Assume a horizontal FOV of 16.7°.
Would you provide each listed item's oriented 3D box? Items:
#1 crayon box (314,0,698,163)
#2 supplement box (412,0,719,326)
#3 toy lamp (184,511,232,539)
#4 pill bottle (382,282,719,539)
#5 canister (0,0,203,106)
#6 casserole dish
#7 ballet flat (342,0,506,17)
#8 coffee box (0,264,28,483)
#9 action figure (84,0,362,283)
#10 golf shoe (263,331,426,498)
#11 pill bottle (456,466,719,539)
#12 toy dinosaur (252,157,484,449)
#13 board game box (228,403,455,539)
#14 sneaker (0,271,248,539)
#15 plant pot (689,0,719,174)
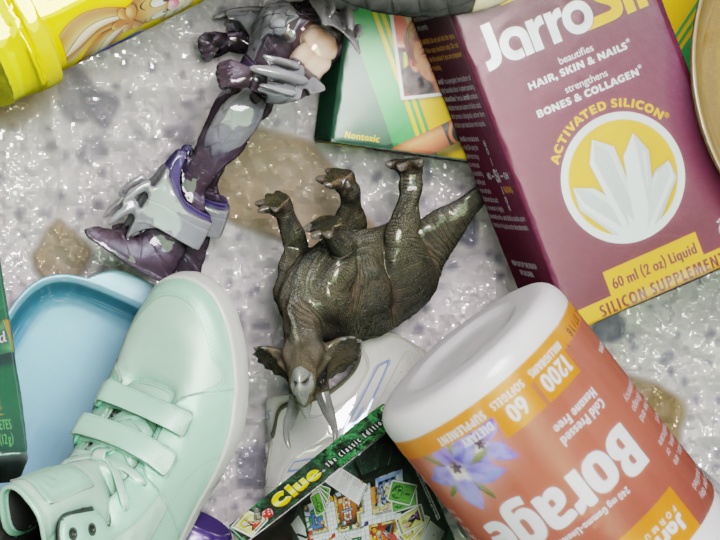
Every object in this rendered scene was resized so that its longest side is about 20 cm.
[{"bbox_3d":[0.085,-0.142,1.338,0.198,0.058,0.174,7,92,-12],"label":"crayon box"},{"bbox_3d":[0.111,-0.081,1.273,0.110,0.086,0.201,-23,97,-9],"label":"supplement box"},{"bbox_3d":[-0.122,0.221,1.295,0.058,0.058,0.201,20,99,-12],"label":"toy lamp"},{"bbox_3d":[0.111,0.115,1.218,0.112,0.112,0.200,-40,99,-7],"label":"pill bottle"},{"bbox_3d":[-0.112,-0.166,1.250,0.199,0.148,0.087,-28,98,-11],"label":"canister"},{"bbox_3d":[-0.159,0.095,1.309,0.121,0.039,0.201,25,88,-13],"label":"casserole dish"},{"bbox_3d":[-0.008,-0.164,1.175,0.199,0.057,0.067,12,87,-15],"label":"ballet flat"},{"bbox_3d":[-0.241,0.012,1.234,0.122,0.044,0.201,-3,66,-19],"label":"coffee box"},{"bbox_3d":[-0.062,-0.088,1.280,0.069,0.130,0.201,32,98,-9],"label":"action figure"},{"bbox_3d":[-0.028,0.118,1.333,0.097,0.078,0.200,42,80,9],"label":"golf shoe"},{"bbox_3d":[0.158,0.157,1.344,0.200,0.112,0.112,40,85,-11],"label":"pill bottle"},{"bbox_3d":[0.000,0.000,1.308,0.200,0.077,0.103,-37,128,-42],"label":"toy dinosaur"},{"bbox_3d":[0.007,0.170,1.297,0.105,0.023,0.201,-39,134,-17],"label":"board game box"},{"bbox_3d":[-0.121,0.091,1.215,0.073,0.118,0.202,14,85,25],"label":"sneaker"},{"bbox_3d":[0.251,-0.097,1.265,0.199,0.027,0.202,3,82,-24],"label":"plant pot"}]
